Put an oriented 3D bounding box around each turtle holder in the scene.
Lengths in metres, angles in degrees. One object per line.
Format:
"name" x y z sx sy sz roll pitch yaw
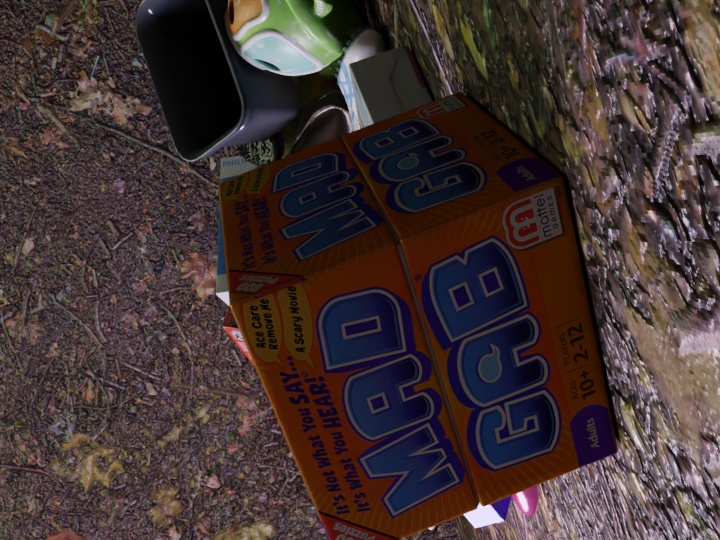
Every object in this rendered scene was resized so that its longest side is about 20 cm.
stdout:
"turtle holder" -0.069 -0.289 0.989 0.143 0.130 0.185 64 -154 0

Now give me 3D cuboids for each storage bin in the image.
"storage bin" -0.164 -0.236 1.053 0.133 0.144 0.203 -9 -104 -52

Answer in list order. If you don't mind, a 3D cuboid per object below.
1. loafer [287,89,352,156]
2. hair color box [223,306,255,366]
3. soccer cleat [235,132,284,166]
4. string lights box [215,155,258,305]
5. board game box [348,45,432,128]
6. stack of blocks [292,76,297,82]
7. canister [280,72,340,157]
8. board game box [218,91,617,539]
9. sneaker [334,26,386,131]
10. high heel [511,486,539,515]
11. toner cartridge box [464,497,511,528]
"loafer" -0.056 -0.127 1.073 0.201 0.072 0.072 -57 19 36
"hair color box" -0.104 0.071 1.146 0.201 0.063 0.113 68 -148 -58
"soccer cleat" -0.145 -0.194 1.195 0.199 0.072 0.069 33 125 47
"string lights box" -0.152 -0.047 1.223 0.103 0.058 0.204 56 -151 -63
"board game box" 0.048 -0.097 0.871 0.201 0.063 0.150 79 172 -67
"stack of blocks" -0.106 -0.314 1.173 0.203 0.058 0.115 -67 24 12
"canister" -0.064 -0.191 1.239 0.148 0.085 0.204 16 -95 -75
"board game box" 0.031 0.027 0.609 0.201 0.197 0.203 -115 5 -63
"sneaker" 0.019 -0.181 0.980 0.072 0.072 0.202 34 153 28
"high heel" 0.126 0.182 0.929 0.067 0.094 0.203 -117 8 -69
"toner cartridge box" 0.095 0.174 0.958 0.201 0.043 0.095 51 -142 -16
